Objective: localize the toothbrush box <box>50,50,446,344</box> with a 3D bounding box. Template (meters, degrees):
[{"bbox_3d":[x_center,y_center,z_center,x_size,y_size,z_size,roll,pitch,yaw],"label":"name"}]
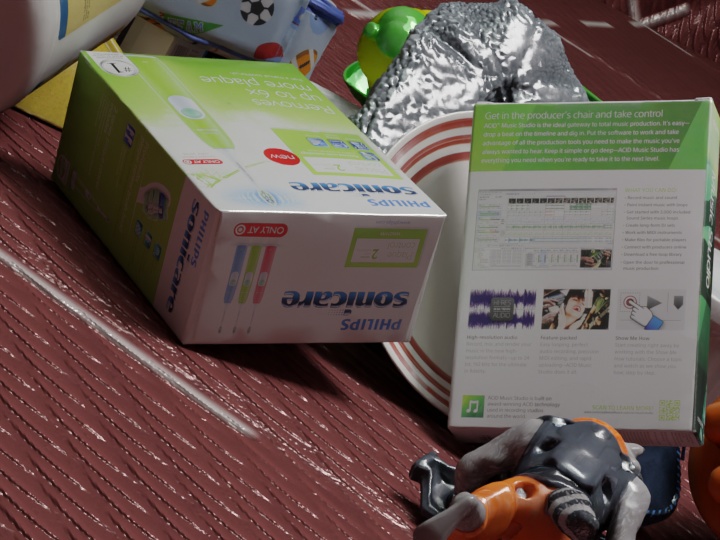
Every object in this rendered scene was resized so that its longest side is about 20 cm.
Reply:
[{"bbox_3d":[-0.067,-0.042,1.533,0.145,0.087,0.200,1,29,-30],"label":"toothbrush box"}]

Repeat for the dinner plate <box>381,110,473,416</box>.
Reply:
[{"bbox_3d":[0.080,0.003,1.620,0.199,0.201,0.024,26,-26,-22],"label":"dinner plate"}]

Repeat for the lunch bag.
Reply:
[{"bbox_3d":[-0.117,-0.205,1.898,0.199,0.076,0.160,28,7,-19],"label":"lunch bag"}]

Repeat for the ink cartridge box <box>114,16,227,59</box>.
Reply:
[{"bbox_3d":[-0.191,-0.190,1.937,0.199,0.039,0.099,32,8,22],"label":"ink cartridge box"}]

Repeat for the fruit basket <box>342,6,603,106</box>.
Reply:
[{"bbox_3d":[0.077,-0.138,2.070,0.216,0.155,0.216,51,-20,27],"label":"fruit basket"}]

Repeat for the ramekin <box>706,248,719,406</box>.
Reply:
[{"bbox_3d":[0.251,0.051,1.966,0.201,0.095,0.202,29,12,-7],"label":"ramekin"}]

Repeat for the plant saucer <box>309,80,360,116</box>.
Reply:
[{"bbox_3d":[-0.015,-0.078,1.937,0.199,0.050,0.200,30,13,-8],"label":"plant saucer"}]

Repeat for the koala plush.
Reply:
[{"bbox_3d":[0.038,-0.067,1.753,0.177,0.185,0.200,35,-31,-16],"label":"koala plush"}]

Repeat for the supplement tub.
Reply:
[{"bbox_3d":[-0.205,-0.182,1.591,0.144,0.145,0.200,33,29,6],"label":"supplement tub"}]

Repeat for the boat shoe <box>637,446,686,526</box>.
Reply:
[{"bbox_3d":[0.149,0.048,1.592,0.084,0.069,0.202,-10,80,-32],"label":"boat shoe"}]

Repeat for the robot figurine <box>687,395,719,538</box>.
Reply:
[{"bbox_3d":[0.268,0.131,1.636,0.144,0.117,0.200,42,4,34],"label":"robot figurine"}]

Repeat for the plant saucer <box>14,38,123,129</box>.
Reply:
[{"bbox_3d":[-0.229,-0.160,1.761,0.199,0.049,0.200,25,15,-27],"label":"plant saucer"}]

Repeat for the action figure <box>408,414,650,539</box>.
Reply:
[{"bbox_3d":[0.119,0.135,1.353,0.199,0.105,0.194,30,23,1],"label":"action figure"}]

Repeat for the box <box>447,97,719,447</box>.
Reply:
[{"bbox_3d":[0.129,0.000,1.561,0.143,0.202,0.036,0,-17,16],"label":"box"}]
